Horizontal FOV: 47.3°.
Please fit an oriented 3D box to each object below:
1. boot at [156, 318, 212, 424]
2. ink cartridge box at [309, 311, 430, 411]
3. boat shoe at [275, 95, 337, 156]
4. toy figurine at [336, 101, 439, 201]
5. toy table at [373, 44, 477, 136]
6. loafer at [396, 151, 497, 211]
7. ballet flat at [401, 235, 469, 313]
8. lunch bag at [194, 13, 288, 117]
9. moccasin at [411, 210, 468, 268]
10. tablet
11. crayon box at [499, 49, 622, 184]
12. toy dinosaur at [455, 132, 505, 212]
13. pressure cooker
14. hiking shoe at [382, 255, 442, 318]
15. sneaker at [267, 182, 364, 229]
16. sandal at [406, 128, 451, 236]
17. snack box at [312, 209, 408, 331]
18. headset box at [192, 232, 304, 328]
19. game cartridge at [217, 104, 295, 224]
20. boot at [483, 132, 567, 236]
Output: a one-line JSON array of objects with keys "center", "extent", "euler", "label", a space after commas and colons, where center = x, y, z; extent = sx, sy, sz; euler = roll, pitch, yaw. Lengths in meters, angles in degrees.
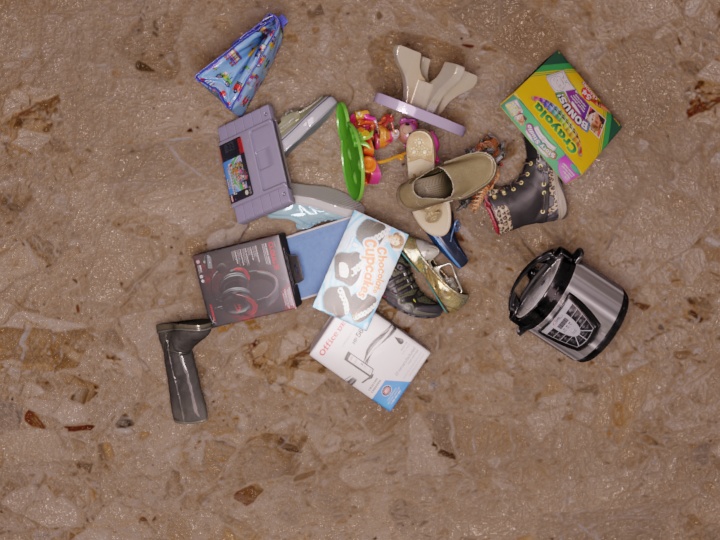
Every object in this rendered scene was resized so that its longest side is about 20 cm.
[{"center": [-0.332, 0.198, 1.602], "extent": [0.072, 0.181, 0.203], "euler": [-6, 88, -37], "label": "boot"}, {"center": [0.016, 0.159, 1.635], "extent": [0.199, 0.084, 0.147], "euler": [34, 92, -4], "label": "ink cartridge box"}, {"center": [-0.133, -0.279, 1.603], "extent": [0.200, 0.072, 0.062], "euler": [-41, 89, 3], "label": "boat shoe"}, {"center": [0.061, -0.245, 1.603], "extent": [0.182, 0.150, 0.202], "euler": [-9, 70, -14], "label": "toy figurine"}, {"center": [0.129, -0.342, 1.562], "extent": [0.199, 0.183, 0.118], "euler": [11, 105, -39], "label": "toy table"}, {"center": [0.162, -0.157, 1.466], "extent": [0.198, 0.067, 0.077], "euler": [-25, 93, -11], "label": "loafer"}, {"center": [0.143, -0.009, 1.622], "extent": [0.070, 0.071, 0.201], "euler": [-37, 92, 2], "label": "ballet flat"}, {"center": [-0.204, -0.398, 1.550], "extent": [0.094, 0.151, 0.200], "euler": [42, 93, -4], "label": "lunch bag"}, {"center": [0.157, -0.098, 1.622], "extent": [0.068, 0.080, 0.201], "euler": [-36, 96, -3], "label": "moccasin"}, {"center": [-0.064, -0.025, 1.622], "extent": [0.198, 0.014, 0.132], "euler": [-16, 92, 19], "label": "tablet"}, {"center": [0.388, -0.296, 1.580], "extent": [0.200, 0.058, 0.173], "euler": [48, 57, -4], "label": "crayon box"}, {"center": [0.220, -0.187, 1.575], "extent": [0.135, 0.200, 0.103], "euler": [-31, 100, 36], "label": "toy dinosaur"}, {"center": [0.392, 0.062, 1.597], "extent": [0.199, 0.179, 0.177], "euler": [33, 70, -4], "label": "pressure cooker"}, {"center": [0.082, 0.024, 1.631], "extent": [0.198, 0.076, 0.101], "euler": [25, 97, -3], "label": "hiking shoe"}, {"center": [-0.093, -0.119, 1.628], "extent": [0.198, 0.074, 0.083], "euler": [12, 123, -7], "label": "sneaker"}, {"center": [0.117, -0.150, 1.523], "extent": [0.077, 0.070, 0.214], "euler": [-5, 112, 18], "label": "sandal"}, {"center": [0.000, 0.000, 1.567], "extent": [0.115, 0.037, 0.202], "euler": [23, 91, -1], "label": "snack box"}, {"center": [-0.210, 0.016, 1.612], "extent": [0.198, 0.075, 0.150], "euler": [-12, 95, 6], "label": "headset box"}, {"center": [-0.204, -0.202, 1.577], "extent": [0.128, 0.038, 0.202], "euler": [-19, 76, 19], "label": "game cartridge"}, {"center": [0.313, -0.176, 1.623], "extent": [0.149, 0.073, 0.202], "euler": [-20, 102, -3], "label": "boot"}]
